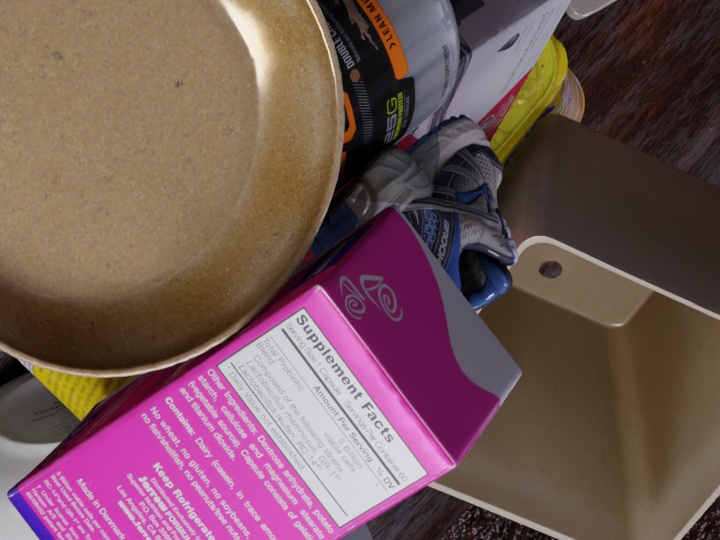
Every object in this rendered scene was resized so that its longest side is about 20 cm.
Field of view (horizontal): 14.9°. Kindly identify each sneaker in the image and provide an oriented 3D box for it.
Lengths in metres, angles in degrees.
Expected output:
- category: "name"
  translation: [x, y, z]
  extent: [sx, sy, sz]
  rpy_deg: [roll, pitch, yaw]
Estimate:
- category: "sneaker"
  translation: [0.036, -0.014, 1.323]
  extent: [0.077, 0.085, 0.200]
  rpy_deg: [-44, 176, 22]

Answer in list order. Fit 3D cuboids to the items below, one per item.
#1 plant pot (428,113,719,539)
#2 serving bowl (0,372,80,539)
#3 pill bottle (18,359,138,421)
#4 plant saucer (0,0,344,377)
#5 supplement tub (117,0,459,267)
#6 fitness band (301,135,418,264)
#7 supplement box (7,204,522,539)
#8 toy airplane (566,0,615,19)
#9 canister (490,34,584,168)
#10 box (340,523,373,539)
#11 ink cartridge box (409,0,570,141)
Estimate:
- category: "plant pot"
  translation: [0.138, 0.027, 1.656]
  extent: [0.200, 0.200, 0.177]
  rpy_deg: [-55, -160, 35]
- category: "serving bowl"
  translation: [-0.146, 0.097, 1.454]
  extent: [0.200, 0.200, 0.066]
  rpy_deg: [-38, 126, -38]
- category: "pill bottle"
  translation: [-0.087, 0.046, 1.359]
  extent: [0.113, 0.200, 0.113]
  rpy_deg: [-45, 168, -12]
- category: "plant saucer"
  translation: [-0.102, -0.057, 1.127]
  extent: [0.200, 0.200, 0.035]
  rpy_deg: [-45, -150, -13]
- category: "supplement tub"
  translation: [-0.058, -0.076, 1.255]
  extent: [0.200, 0.123, 0.123]
  rpy_deg: [-40, 166, -34]
- category: "fitness band"
  translation: [0.000, 0.000, 1.478]
  extent: [0.144, 0.037, 0.200]
  rpy_deg: [-47, 159, -5]
- category: "supplement box"
  translation: [-0.043, 0.074, 1.224]
  extent: [0.200, 0.103, 0.101]
  rpy_deg: [-32, -173, 28]
- category: "toy airplane"
  translation: [0.183, -0.225, 1.669]
  extent: [0.200, 0.141, 0.199]
  rpy_deg: [-13, 171, 25]
- category: "canister"
  translation: [0.072, -0.095, 1.756]
  extent: [0.149, 0.087, 0.200]
  rpy_deg: [-49, 170, 5]
- category: "box"
  translation: [-0.106, 0.175, 1.630]
  extent: [0.200, 0.098, 0.124]
  rpy_deg: [-24, -172, 10]
- category: "ink cartridge box"
  translation: [0.012, -0.101, 1.516]
  extent: [0.200, 0.083, 0.145]
  rpy_deg: [-36, 163, -41]
